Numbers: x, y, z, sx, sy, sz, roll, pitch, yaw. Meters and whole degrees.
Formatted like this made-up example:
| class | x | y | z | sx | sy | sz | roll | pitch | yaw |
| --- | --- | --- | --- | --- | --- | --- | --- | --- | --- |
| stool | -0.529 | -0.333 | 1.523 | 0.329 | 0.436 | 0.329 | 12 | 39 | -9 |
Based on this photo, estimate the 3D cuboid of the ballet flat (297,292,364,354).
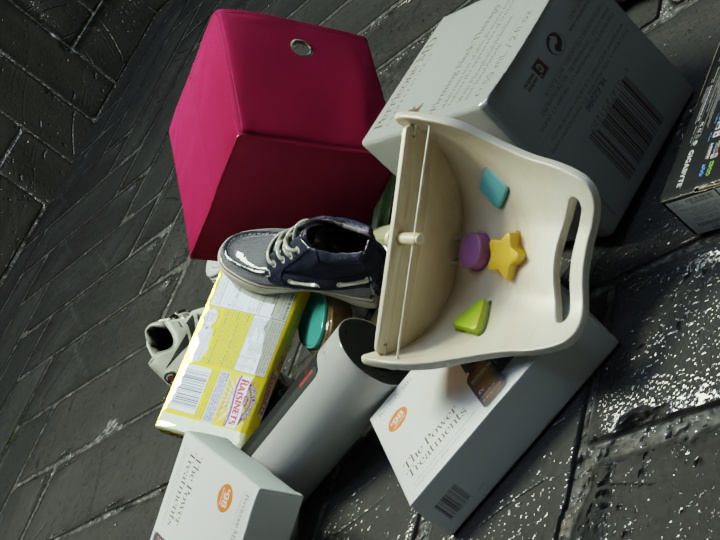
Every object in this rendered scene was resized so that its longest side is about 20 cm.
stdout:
| class | x | y | z | sx | sy | sz | roll | pitch | yaw |
| --- | --- | --- | --- | --- | --- | --- | --- | --- | --- |
| ballet flat | -0.038 | 0.049 | 1.322 | 0.068 | 0.072 | 0.200 | -68 | 21 | 2 |

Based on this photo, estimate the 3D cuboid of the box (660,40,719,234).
| class | x | y | z | sx | sy | sz | roll | pitch | yaw |
| --- | --- | --- | --- | --- | --- | --- | --- | --- | --- |
| box | 0.326 | -0.134 | 0.892 | 0.198 | 0.050 | 0.201 | -17 | 41 | 55 |

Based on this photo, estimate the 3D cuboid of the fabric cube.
| class | x | y | z | sx | sy | sz | roll | pitch | yaw |
| --- | --- | --- | --- | --- | --- | --- | --- | --- | --- |
| fabric cube | -0.091 | -0.143 | 1.414 | 0.201 | 0.194 | 0.201 | 120 | 147 | -42 |

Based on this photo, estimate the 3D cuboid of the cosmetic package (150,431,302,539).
| class | x | y | z | sx | sy | sz | roll | pitch | yaw |
| --- | --- | --- | --- | --- | --- | --- | --- | --- | --- |
| cosmetic package | -0.135 | 0.263 | 1.100 | 0.150 | 0.051 | 0.202 | 21 | 93 | 54 |

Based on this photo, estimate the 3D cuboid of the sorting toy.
| class | x | y | z | sx | sy | sz | roll | pitch | yaw |
| --- | --- | --- | --- | --- | --- | --- | --- | --- | --- |
| sorting toy | 0.104 | -0.013 | 0.956 | 0.179 | 0.106 | 0.202 | 9 | 91 | 49 |

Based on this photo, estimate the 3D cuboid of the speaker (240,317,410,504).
| class | x | y | z | sx | sy | sz | roll | pitch | yaw |
| --- | --- | --- | --- | --- | --- | --- | --- | --- | --- |
| speaker | -0.038 | 0.137 | 1.142 | 0.200 | 0.081 | 0.082 | -52 | 20 | 29 |

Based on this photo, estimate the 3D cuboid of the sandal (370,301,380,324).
| class | x | y | z | sx | sy | sz | roll | pitch | yaw |
| --- | --- | --- | --- | --- | --- | --- | --- | --- | --- |
| sandal | 0.063 | 0.036 | 1.156 | 0.212 | 0.069 | 0.078 | 120 | 159 | -58 |

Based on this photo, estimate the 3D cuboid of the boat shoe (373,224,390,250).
| class | x | y | z | sx | sy | sz | roll | pitch | yaw |
| --- | --- | --- | --- | --- | --- | --- | --- | --- | --- |
| boat shoe | 0.000 | 0.000 | 1.327 | 0.199 | 0.072 | 0.065 | -9 | 47 | 53 |

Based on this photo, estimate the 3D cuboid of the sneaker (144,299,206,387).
| class | x | y | z | sx | sy | sz | roll | pitch | yaw |
| --- | --- | --- | --- | --- | --- | --- | --- | --- | --- |
| sneaker | -0.243 | 0.083 | 1.672 | 0.074 | 0.088 | 0.201 | -47 | 21 | 18 |

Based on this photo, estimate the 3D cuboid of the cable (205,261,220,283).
| class | x | y | z | sx | sy | sz | roll | pitch | yaw |
| --- | --- | --- | --- | --- | --- | --- | --- | --- | --- |
| cable | -0.131 | -0.054 | 1.670 | 0.201 | 0.069 | 0.200 | -57 | 22 | -10 |

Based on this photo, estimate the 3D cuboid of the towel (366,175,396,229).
| class | x | y | z | sx | sy | sz | roll | pitch | yaw |
| --- | --- | --- | --- | --- | --- | --- | --- | --- | --- |
| towel | -0.010 | -0.106 | 1.493 | 0.200 | 0.023 | 0.154 | 3 | 83 | 64 |

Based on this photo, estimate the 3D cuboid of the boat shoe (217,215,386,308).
| class | x | y | z | sx | sy | sz | roll | pitch | yaw |
| --- | --- | --- | --- | --- | --- | --- | --- | --- | --- |
| boat shoe | -0.061 | -0.023 | 1.230 | 0.198 | 0.093 | 0.075 | 8 | 61 | 21 |

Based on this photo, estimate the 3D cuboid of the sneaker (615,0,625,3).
| class | x | y | z | sx | sy | sz | roll | pitch | yaw |
| --- | --- | --- | --- | --- | --- | --- | --- | --- | --- |
| sneaker | 0.218 | -0.264 | 1.299 | 0.200 | 0.073 | 0.082 | -22 | 46 | 62 |

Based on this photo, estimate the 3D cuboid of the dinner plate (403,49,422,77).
| class | x | y | z | sx | sy | sz | roll | pitch | yaw |
| --- | --- | --- | --- | --- | --- | --- | --- | --- | --- |
| dinner plate | 0.057 | -0.216 | 1.523 | 0.201 | 0.024 | 0.200 | -57 | 6 | 9 |

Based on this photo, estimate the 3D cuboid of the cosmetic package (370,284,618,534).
| class | x | y | z | sx | sy | sz | roll | pitch | yaw |
| --- | --- | --- | --- | --- | --- | --- | --- | --- | --- |
| cosmetic package | 0.101 | 0.091 | 1.009 | 0.200 | 0.052 | 0.151 | -51 | 20 | 7 |

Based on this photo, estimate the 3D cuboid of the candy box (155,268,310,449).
| class | x | y | z | sx | sy | sz | roll | pitch | yaw |
| --- | --- | --- | --- | --- | --- | --- | --- | --- | --- |
| candy box | -0.125 | 0.081 | 1.264 | 0.101 | 0.026 | 0.202 | 13 | 68 | 21 |

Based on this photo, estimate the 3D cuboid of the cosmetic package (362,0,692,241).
| class | x | y | z | sx | sy | sz | roll | pitch | yaw |
| --- | --- | --- | --- | --- | --- | --- | --- | --- | --- |
| cosmetic package | 0.143 | -0.135 | 1.098 | 0.168 | 0.166 | 0.199 | -58 | 22 | -21 |

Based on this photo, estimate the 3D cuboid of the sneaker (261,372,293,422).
| class | x | y | z | sx | sy | sz | roll | pitch | yaw |
| --- | --- | --- | --- | --- | --- | --- | --- | --- | --- |
| sneaker | -0.114 | 0.122 | 1.302 | 0.084 | 0.120 | 0.200 | -53 | 22 | -2 |
